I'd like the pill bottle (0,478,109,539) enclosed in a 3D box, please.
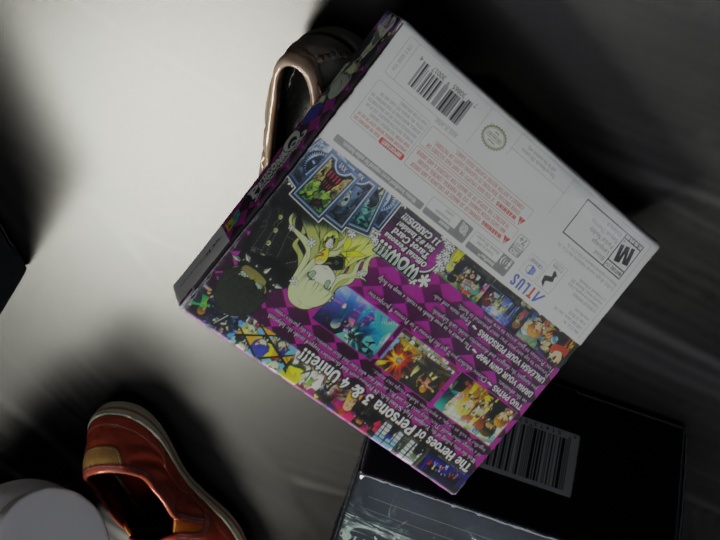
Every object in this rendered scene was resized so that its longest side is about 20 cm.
[{"bbox_3d":[-0.258,0.216,0.985,0.111,0.112,0.199,37,149,-16],"label":"pill bottle"}]

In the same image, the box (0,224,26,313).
[{"bbox_3d":[-0.351,-0.031,0.832,0.197,0.118,0.198,-6,128,21],"label":"box"}]

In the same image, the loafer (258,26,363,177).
[{"bbox_3d":[-0.034,-0.029,0.724,0.071,0.063,0.203,13,111,22],"label":"loafer"}]

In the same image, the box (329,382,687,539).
[{"bbox_3d":[0.084,0.175,0.868,0.197,0.125,0.198,18,135,2],"label":"box"}]

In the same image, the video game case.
[{"bbox_3d":[0.033,-0.002,0.699,0.199,0.036,0.182,36,97,-25],"label":"video game case"}]

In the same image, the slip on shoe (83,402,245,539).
[{"bbox_3d":[-0.144,0.186,0.981,0.073,0.062,0.201,-11,127,24],"label":"slip on shoe"}]
